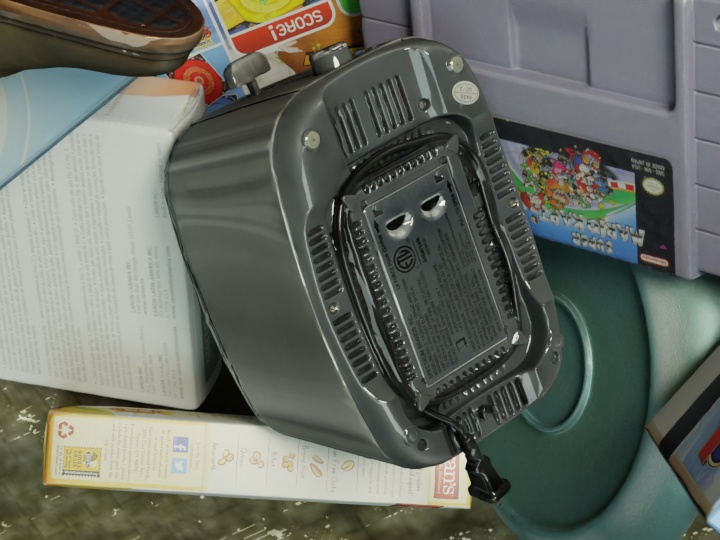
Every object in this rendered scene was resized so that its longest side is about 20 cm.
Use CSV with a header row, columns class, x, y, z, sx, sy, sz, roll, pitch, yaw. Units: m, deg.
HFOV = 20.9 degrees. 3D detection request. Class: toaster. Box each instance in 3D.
class,x,y,z,sx,sy,sz,roll,pitch,yaw
toaster,0.000,0.000,0.838,0.113,0.129,0.201,-30,108,-30

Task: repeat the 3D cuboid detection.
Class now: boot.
class,x,y,z,sx,sy,sz,roll,pitch,yaw
boot,-0.153,-0.082,0.780,0.199,0.075,0.098,15,119,19

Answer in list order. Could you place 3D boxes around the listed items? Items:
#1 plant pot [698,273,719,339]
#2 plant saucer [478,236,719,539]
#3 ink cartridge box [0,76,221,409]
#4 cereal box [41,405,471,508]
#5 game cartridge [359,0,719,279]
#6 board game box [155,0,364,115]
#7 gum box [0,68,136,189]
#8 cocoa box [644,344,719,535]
class,x,y,z,sx,sy,sz,roll,pitch,yaw
plant pot,0.226,-0.081,0.861,0.186,0.187,0.202,1,109,-5
plant saucer,0.095,0.042,0.901,0.027,0.200,0.201,0,124,-30
ink cartridge box,-0.167,-0.021,0.931,0.198,0.050,0.163,10,127,15
cereal box,-0.053,0.091,0.954,0.198,0.144,0.040,5,85,-6
game cartridge,0.085,-0.071,0.815,0.199,0.038,0.131,17,124,35
board game box,0.008,-0.104,0.900,0.199,0.035,0.136,-19,120,8
gum box,-0.206,-0.103,0.841,0.200,0.045,0.170,-36,96,20
cocoa box,0.228,0.047,0.737,0.133,0.131,0.200,42,97,-8
